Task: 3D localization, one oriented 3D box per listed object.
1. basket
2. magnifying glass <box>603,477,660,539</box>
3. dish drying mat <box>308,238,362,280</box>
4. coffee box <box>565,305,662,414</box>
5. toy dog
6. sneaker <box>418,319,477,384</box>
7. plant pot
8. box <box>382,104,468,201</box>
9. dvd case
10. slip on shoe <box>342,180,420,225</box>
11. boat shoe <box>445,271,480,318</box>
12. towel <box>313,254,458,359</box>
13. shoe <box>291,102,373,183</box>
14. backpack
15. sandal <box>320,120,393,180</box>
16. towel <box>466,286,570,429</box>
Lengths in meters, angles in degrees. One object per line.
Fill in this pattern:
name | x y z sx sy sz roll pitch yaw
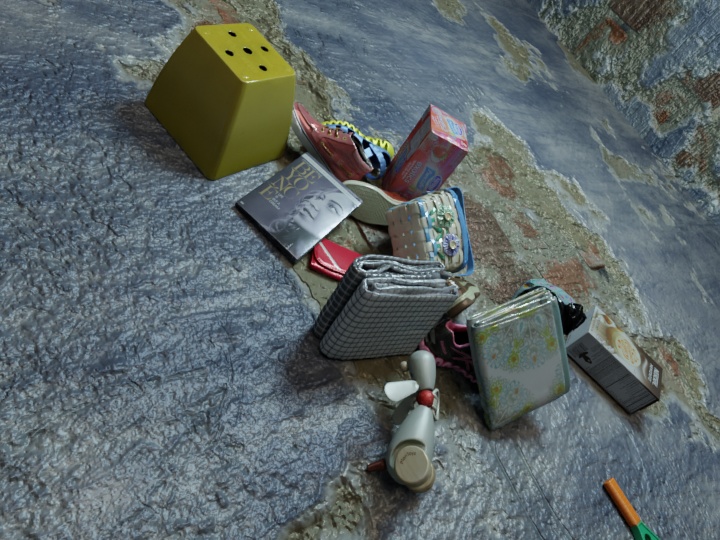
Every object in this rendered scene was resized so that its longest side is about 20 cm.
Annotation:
basket | 0.149 -0.066 1.048 0.198 0.137 0.181 -14 92 -48
magnifying glass | 0.497 0.467 0.957 0.078 0.022 0.203 -9 63 -41
dish drying mat | 0.000 0.000 0.986 0.196 0.018 0.078 23 43 -20
coffee box | 0.552 0.194 1.187 0.200 0.080 0.114 44 41 4
toy dog | 0.061 0.222 0.787 0.094 0.134 0.202 -1 38 12
sneaker | 0.201 0.138 0.961 0.196 0.096 0.080 20 43 -24
plant pot | -0.229 -0.317 0.970 0.201 0.177 0.199 48 41 9
box | 0.131 -0.224 1.140 0.093 0.201 0.104 23 42 -16
dvd case | -0.105 -0.121 0.980 0.148 0.016 0.200 41 52 6
slip on shoe | 0.038 -0.134 1.101 0.196 0.075 0.062 14 25 -27
boat shoe | 0.171 0.034 0.988 0.076 0.074 0.202 54 6 8
towel | 0.039 0.055 0.859 0.196 0.167 0.087 1 47 -36
shoe | -0.059 -0.257 1.064 0.202 0.090 0.072 56 22 -11
backpack | 0.355 0.091 1.070 0.127 0.168 0.198 48 26 23
sandal | -0.014 -0.249 1.145 0.195 0.080 0.089 12 52 -20
towel | 0.271 0.148 0.930 0.167 0.048 0.205 -18 104 -14
